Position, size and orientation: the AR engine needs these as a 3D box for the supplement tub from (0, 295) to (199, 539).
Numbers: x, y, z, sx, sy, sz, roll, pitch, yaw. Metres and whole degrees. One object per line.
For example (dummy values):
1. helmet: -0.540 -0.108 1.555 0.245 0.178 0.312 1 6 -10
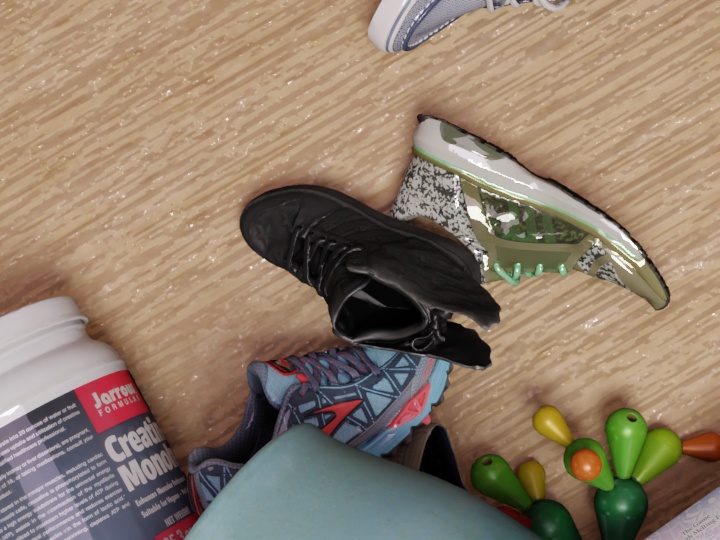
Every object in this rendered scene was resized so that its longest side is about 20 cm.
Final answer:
1. supplement tub: -0.184 0.132 0.813 0.140 0.140 0.201 -30 86 0

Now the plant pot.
1. plant pot: 0.003 0.185 0.686 0.188 0.200 0.200 37 88 15

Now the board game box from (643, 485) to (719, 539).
1. board game box: 0.256 0.205 0.790 0.199 0.043 0.200 -35 118 -1

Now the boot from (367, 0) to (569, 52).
1. boot: 0.101 -0.197 0.859 0.090 0.073 0.200 44 88 10

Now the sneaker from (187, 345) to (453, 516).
1. sneaker: -0.024 0.083 0.812 0.200 0.079 0.096 -46 112 -22

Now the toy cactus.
1. toy cactus: 0.167 0.171 0.828 0.199 0.102 0.166 6 96 -6

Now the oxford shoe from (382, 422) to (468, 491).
1. oxford shoe: 0.050 0.190 0.804 0.075 0.070 0.201 -36 66 38

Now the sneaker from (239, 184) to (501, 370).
1. sneaker: -0.001 0.003 0.813 0.199 0.104 0.060 18 115 16

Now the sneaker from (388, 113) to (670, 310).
1. sneaker: 0.105 -0.019 0.856 0.199 0.077 0.089 32 100 10
